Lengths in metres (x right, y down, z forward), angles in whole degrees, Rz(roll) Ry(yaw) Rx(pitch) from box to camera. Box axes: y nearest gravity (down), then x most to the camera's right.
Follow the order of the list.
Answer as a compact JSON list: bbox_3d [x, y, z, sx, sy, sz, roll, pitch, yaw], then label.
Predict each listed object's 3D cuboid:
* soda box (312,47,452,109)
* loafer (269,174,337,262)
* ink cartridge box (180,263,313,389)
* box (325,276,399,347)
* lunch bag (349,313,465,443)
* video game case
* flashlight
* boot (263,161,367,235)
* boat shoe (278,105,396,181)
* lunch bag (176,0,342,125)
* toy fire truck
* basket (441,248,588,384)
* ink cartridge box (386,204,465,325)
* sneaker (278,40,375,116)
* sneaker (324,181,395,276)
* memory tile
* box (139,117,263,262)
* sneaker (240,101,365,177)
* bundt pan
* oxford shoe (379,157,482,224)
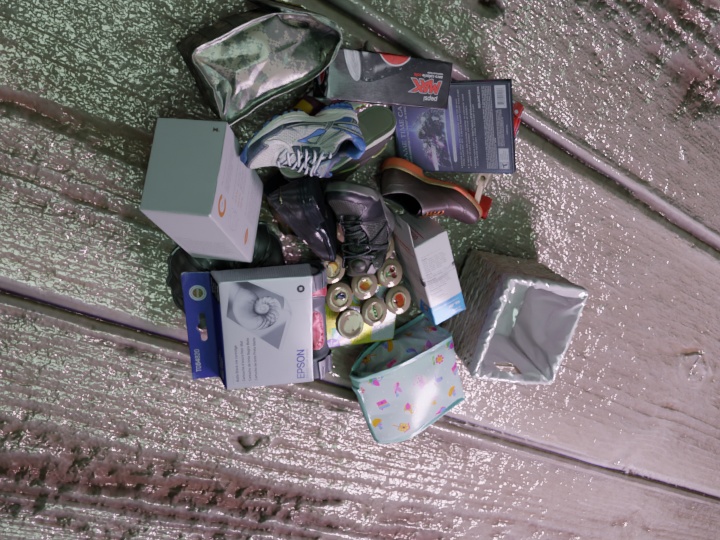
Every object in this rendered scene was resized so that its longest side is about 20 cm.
[{"bbox_3d":[0.033,-0.276,1.015,0.195,0.063,0.073,-1,106,-24],"label":"soda box"},{"bbox_3d":[-0.079,-0.074,1.069,0.070,0.074,0.201,-7,149,9],"label":"loafer"},{"bbox_3d":[-0.169,0.091,1.081,0.194,0.041,0.204,-4,120,-9],"label":"ink cartridge box"},{"bbox_3d":[-0.032,0.073,1.235,0.195,0.048,0.120,-5,116,-24],"label":"box"},{"bbox_3d":[0.080,0.207,1.305,0.197,0.122,0.173,-28,123,-16],"label":"lunch bag"},{"bbox_3d":[0.144,-0.225,1.109,0.019,0.195,0.146,-48,136,-49],"label":"video game case"},{"bbox_3d":[-0.081,0.084,1.152,0.066,0.068,0.205,-8,116,-13],"label":"flashlight"},{"bbox_3d":[-0.062,-0.135,1.126,0.197,0.075,0.098,-28,145,-18],"label":"boot"},{"bbox_3d":[-0.034,-0.178,1.058,0.198,0.073,0.061,-27,161,-17],"label":"boat shoe"},{"bbox_3d":[-0.132,-0.298,0.945,0.197,0.164,0.119,-29,119,-8],"label":"lunch bag"},{"bbox_3d":[0.217,-0.182,1.175,0.048,0.200,0.144,22,78,11],"label":"toy fire truck"},{"bbox_3d":[0.278,0.082,1.310,0.194,0.161,0.204,8,111,-27],"label":"basket"},{"bbox_3d":[0.109,-0.025,1.210,0.067,0.116,0.204,-25,122,-11],"label":"ink cartridge box"},{"bbox_3d":[-0.056,-0.272,1.055,0.197,0.075,0.092,-27,110,-15],"label":"sneaker"},{"bbox_3d":[-0.002,-0.060,1.079,0.199,0.074,0.117,44,51,-64],"label":"sneaker"},{"bbox_3d":[0.000,0.000,1.190,0.150,0.017,0.205,-22,103,-19],"label":"memory tile"},{"bbox_3d":[-0.207,-0.102,0.957,0.095,0.200,0.128,5,75,7],"label":"box"},{"bbox_3d":[-0.069,-0.168,0.958,0.197,0.077,0.086,-24,78,-32],"label":"sneaker"},{"bbox_3d":[-0.203,0.016,1.114,0.197,0.076,0.207,-10,117,-19],"label":"bundt pan"},{"bbox_3d":[0.115,-0.112,1.172,0.196,0.071,0.074,22,63,-17],"label":"oxford shoe"}]
